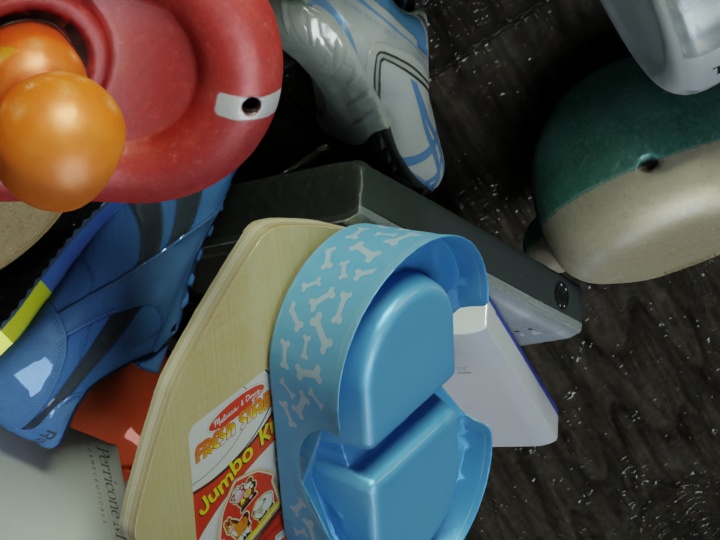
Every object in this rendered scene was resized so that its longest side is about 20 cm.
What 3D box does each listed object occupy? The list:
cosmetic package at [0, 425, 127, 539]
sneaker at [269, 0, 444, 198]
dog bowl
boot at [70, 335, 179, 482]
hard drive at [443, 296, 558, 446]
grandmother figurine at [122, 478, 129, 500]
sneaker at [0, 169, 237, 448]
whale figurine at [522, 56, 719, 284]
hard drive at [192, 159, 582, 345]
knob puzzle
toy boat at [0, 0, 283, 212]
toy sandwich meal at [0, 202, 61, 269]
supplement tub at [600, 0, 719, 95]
[{"bbox_3d":[-0.195,0.111,1.177,0.081,0.113,0.200,-38,139,27],"label":"cosmetic package"},{"bbox_3d":[0.009,-0.094,1.230,0.073,0.072,0.200,-53,155,-13],"label":"sneaker"},{"bbox_3d":[0.008,0.064,1.207,0.111,0.049,0.201,-40,141,-37],"label":"dog bowl"},{"bbox_3d":[-0.091,0.093,1.350,0.199,0.108,0.075,18,125,-45],"label":"boot"},{"bbox_3d":[0.021,0.053,1.368,0.131,0.026,0.200,-2,161,14],"label":"hard drive"},{"bbox_3d":[-0.041,0.108,1.308,0.060,0.122,0.199,-16,174,43],"label":"grandmother figurine"},{"bbox_3d":[-0.100,-0.008,1.199,0.078,0.066,0.200,47,74,-24],"label":"sneaker"},{"bbox_3d":[0.154,-0.052,1.382,0.158,0.104,0.200,-22,169,9],"label":"whale figurine"},{"bbox_3d":[0.000,0.000,1.307,0.139,0.033,0.200,-10,157,34],"label":"hard drive"},{"bbox_3d":[-0.046,0.059,1.197,0.219,0.030,0.221,-35,137,-40],"label":"knob puzzle"},{"bbox_3d":[-0.122,-0.069,1.005,0.199,0.131,0.131,-2,125,-23],"label":"toy boat"},{"bbox_3d":[-0.202,-0.061,1.116,0.204,0.070,0.206,-12,132,-14],"label":"toy sandwich meal"},{"bbox_3d":[0.206,-0.175,1.226,0.199,0.123,0.123,-27,145,-5],"label":"supplement tub"}]
